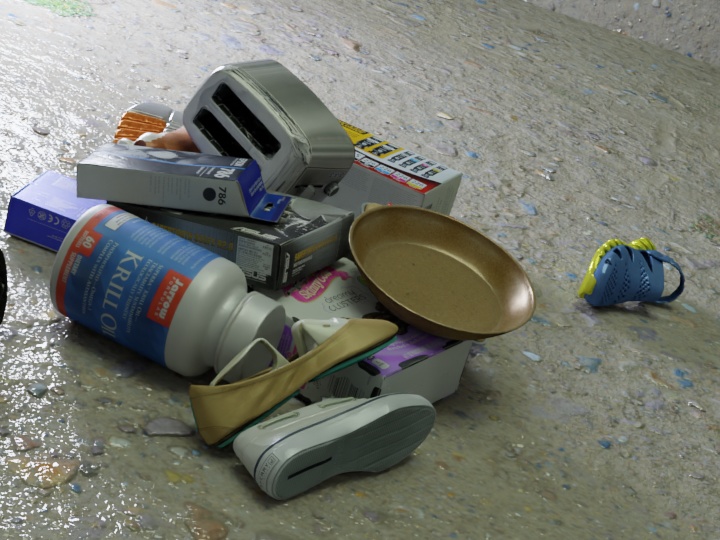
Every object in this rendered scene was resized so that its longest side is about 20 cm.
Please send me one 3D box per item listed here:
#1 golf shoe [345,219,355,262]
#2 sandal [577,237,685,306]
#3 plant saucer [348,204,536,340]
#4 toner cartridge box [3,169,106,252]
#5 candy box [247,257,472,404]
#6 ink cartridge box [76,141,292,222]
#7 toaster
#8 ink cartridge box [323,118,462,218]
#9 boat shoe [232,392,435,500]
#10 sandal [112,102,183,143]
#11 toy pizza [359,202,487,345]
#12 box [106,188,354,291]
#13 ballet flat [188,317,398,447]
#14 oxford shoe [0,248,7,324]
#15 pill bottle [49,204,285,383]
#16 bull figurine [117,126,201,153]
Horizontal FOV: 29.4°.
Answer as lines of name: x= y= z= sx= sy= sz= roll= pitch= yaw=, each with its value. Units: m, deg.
golf shoe: x=0.000 y=0.000 z=1.456 sx=0.198 sy=0.095 sz=0.078 roll=23 pitch=22 yaw=8
sandal: x=0.344 y=0.008 z=1.715 sx=0.087 sy=0.080 sz=0.199 roll=35 pitch=30 yaw=28
plant saucer: x=0.076 y=0.009 z=1.353 sx=0.198 sy=0.036 sz=0.201 roll=17 pitch=32 yaw=-11
toner cartridge box: x=-0.256 y=-0.039 z=1.416 sx=0.198 sy=0.044 sz=0.095 roll=21 pitch=22 yaw=5
candy box: x=-0.018 y=0.063 z=1.329 sx=0.199 sy=0.072 sz=0.167 roll=30 pitch=27 yaw=26
ink cartridge box: x=-0.168 y=-0.088 z=1.336 sx=0.197 sy=0.040 sz=0.100 roll=8 pitch=17 yaw=3
toaster: x=-0.107 y=-0.154 z=1.502 sx=0.200 sy=0.114 sz=0.129 roll=49 pitch=21 yaw=10
ink cartridge box: x=0.017 y=-0.117 z=1.737 sx=0.198 sy=0.085 sz=0.175 roll=25 pitch=24 yaw=17
boat shoe: x=-0.020 y=0.133 z=1.170 sx=0.199 sy=0.074 sz=0.067 roll=-9 pitch=37 yaw=-46
sandal: x=-0.259 y=-0.116 z=1.574 sx=0.078 sy=0.060 sz=0.208 roll=22 pitch=45 yaw=-3
toy pizza: x=0.075 y=-0.003 z=1.480 sx=0.200 sy=0.032 sz=0.201 roll=45 pitch=15 yaw=-15
box: x=-0.127 y=-0.043 z=1.354 sx=0.198 sy=0.049 sz=0.158 roll=15 pitch=21 yaw=23
ballet flat: x=-0.057 y=0.077 z=1.172 sx=0.199 sy=0.064 sz=0.069 roll=-30 pitch=2 yaw=-22
oxford shoe: x=-0.352 y=0.047 z=1.144 sx=0.083 sy=0.074 sz=0.200 roll=-2 pitch=23 yaw=-3
pill bottle: x=-0.172 y=0.027 z=1.244 sx=0.198 sy=0.114 sz=0.112 roll=24 pitch=24 yaw=15
bull figurine: x=-0.195 y=-0.109 z=1.521 sx=0.065 sy=0.123 sz=0.200 roll=-21 pitch=10 yaw=32
